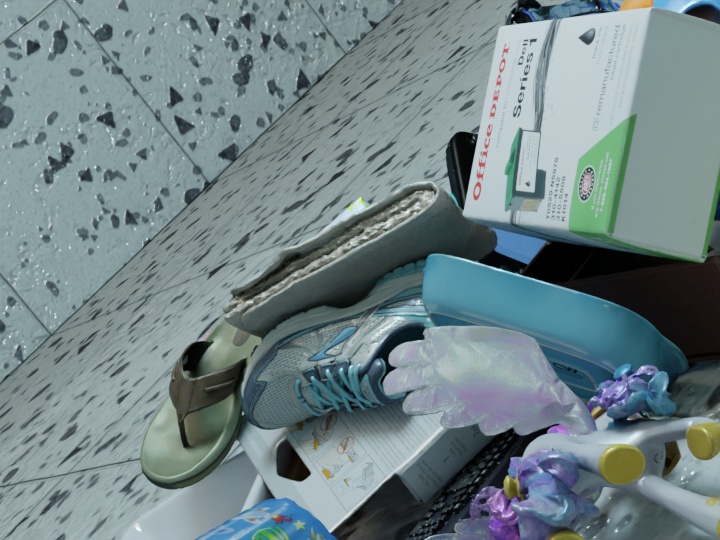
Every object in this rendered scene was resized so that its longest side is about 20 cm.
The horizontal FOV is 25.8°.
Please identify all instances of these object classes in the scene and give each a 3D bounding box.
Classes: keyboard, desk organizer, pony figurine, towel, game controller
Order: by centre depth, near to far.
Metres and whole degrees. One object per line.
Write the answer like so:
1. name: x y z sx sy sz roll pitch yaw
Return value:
1. pony figurine: 0.120 0.116 0.918 0.191 0.169 0.200 -7 8 -6
2. desk organizer: 0.200 0.015 1.085 0.199 0.077 0.072 -12 29 51
3. keyboard: 0.107 0.132 1.119 0.200 0.021 0.127 -48 16 -31
4. towel: 0.000 0.000 1.210 0.199 0.035 0.132 -28 -24 17
5. game controller: 0.127 -0.039 1.337 0.201 0.103 0.042 -96 27 -45

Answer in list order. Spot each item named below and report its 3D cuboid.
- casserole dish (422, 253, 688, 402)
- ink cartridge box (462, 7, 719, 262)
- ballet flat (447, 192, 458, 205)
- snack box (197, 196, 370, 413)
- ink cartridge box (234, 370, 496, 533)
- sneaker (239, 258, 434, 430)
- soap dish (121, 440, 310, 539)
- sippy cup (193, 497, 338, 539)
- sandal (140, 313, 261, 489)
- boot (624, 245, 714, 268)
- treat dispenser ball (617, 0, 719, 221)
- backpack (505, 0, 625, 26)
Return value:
1. casserole dish: 0.122 0.046 1.062 0.198 0.121 0.039 17 71 30
2. ink cartridge box: 0.157 -0.091 1.055 0.200 0.083 0.148 10 89 66
3. ballet flat: 0.045 0.017 1.335 0.071 0.201 0.068 -10 50 -9
4. snack box: -0.029 0.060 1.400 0.200 0.169 0.068 -43 54 -9
5. ink cartridge box: 0.003 0.119 1.217 0.173 0.044 0.200 -43 32 -1
6. sneaker: -0.006 0.068 1.178 0.199 0.078 0.087 -32 36 14
7. soap dish: -0.120 0.231 1.272 0.199 0.081 0.158 -33 15 23
8. sippy cup: -0.078 0.230 1.083 0.177 0.141 0.130 19 40 37
9. sandal: -0.123 0.083 1.279 0.079 0.057 0.202 14 66 34
10. boot: 0.209 -0.004 1.218 0.074 0.075 0.200 -62 3 -11
11. treat dispenser ball: 0.274 -0.138 1.162 0.200 0.201 0.201 -36 13 10
12. backpack: 0.224 -0.142 1.370 0.145 0.185 0.201 -16 26 5
